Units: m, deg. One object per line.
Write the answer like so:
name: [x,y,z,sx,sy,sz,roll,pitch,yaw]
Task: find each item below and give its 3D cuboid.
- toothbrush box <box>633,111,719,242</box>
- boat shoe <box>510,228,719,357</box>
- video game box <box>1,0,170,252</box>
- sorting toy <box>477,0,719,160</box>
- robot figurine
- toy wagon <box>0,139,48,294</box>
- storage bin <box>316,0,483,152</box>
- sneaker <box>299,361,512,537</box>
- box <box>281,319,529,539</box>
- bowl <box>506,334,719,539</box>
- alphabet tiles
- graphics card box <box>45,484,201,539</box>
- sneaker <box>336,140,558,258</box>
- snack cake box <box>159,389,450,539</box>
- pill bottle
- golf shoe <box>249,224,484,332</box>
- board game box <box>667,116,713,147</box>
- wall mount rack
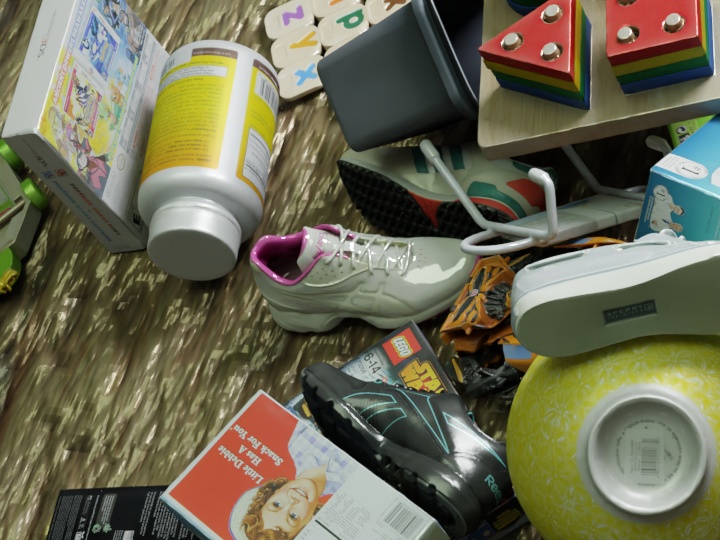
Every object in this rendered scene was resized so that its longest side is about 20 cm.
toothbrush box: [0.313,-0.027,1.488,0.200,0.086,0.146,23,34,23]
boat shoe: [0.197,0.003,1.423,0.200,0.070,0.072,-10,39,3]
video game box: [-0.234,-0.147,1.889,0.047,0.182,0.201,-7,53,25]
sorting toy: [0.178,-0.199,1.591,0.198,0.070,0.201,-11,53,21]
robot figurine: [0.141,0.030,1.600,0.200,0.058,0.145,-4,49,50]
toy wagon: [-0.363,-0.032,1.974,0.155,0.040,0.200,-38,48,0]
storage bin: [0.058,-0.175,1.733,0.134,0.200,0.146,-24,89,28]
sneaker: [0.036,0.122,1.573,0.079,0.076,0.200,-39,53,-21]
box: [0.028,0.148,1.621,0.137,0.040,0.200,-33,47,2]
bowl: [0.195,0.123,1.436,0.199,0.108,0.201,0,89,9]
alphabet tiles: [0.008,-0.231,1.930,0.195,0.015,0.200,-24,48,12]
graphics card box: [-0.159,0.232,1.656,0.199,0.051,0.126,-5,55,24]
sneaker: [0.075,-0.073,1.751,0.199,0.070,0.093,18,49,39]
snack cake box: [-0.038,0.189,1.550,0.115,0.067,0.200,-48,52,-11]
pill bottle: [-0.134,-0.095,1.844,0.109,0.109,0.201,-10,52,23]
golf shoe: [0.000,0.000,1.710,0.199,0.092,0.076,-10,51,25]
board game box: [0.294,-0.124,1.669,0.101,0.048,0.200,-21,49,13]
wall mount rack: [0.146,-0.072,1.647,0.199,0.075,0.174,-16,16,-28]
